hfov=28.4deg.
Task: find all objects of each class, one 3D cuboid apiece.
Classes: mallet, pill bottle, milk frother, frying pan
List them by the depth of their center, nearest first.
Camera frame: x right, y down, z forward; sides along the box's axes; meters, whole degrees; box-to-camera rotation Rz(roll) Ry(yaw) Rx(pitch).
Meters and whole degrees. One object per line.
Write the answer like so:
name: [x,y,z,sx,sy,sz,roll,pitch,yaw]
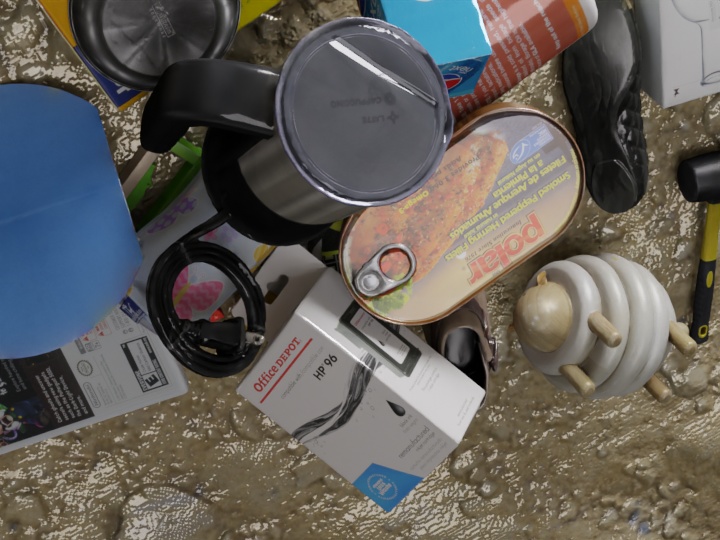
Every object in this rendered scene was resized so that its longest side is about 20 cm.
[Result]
milk frother: [-0.049,-0.040,0.934,0.178,0.188,0.203,-8,87,-20]
frying pan: [-0.097,-0.172,0.938,0.187,0.031,0.116,-7,122,-12]
pill bottle: [0.070,-0.174,1.071,0.199,0.112,0.113,-36,123,3]
mallet: [0.306,-0.017,1.287,0.065,0.041,0.202,-6,123,-17]

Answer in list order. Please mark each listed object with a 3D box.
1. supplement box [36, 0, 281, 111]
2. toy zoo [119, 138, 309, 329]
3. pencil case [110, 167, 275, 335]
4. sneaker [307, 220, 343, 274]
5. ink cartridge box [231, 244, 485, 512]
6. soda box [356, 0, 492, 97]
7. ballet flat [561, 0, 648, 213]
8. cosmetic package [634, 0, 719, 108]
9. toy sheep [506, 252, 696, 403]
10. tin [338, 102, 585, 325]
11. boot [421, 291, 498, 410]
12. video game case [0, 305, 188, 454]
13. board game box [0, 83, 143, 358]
supplement box: [-0.122,-0.224,0.979,0.199,0.109,0.110,-34,123,2]
toy zoo: [-0.120,-0.014,1.149,0.199,0.021,0.132,33,103,-30]
pencil case: [-0.106,-0.037,1.069,0.091,0.083,0.200,42,79,6]
sneaker: [0.000,0.000,1.153,0.075,0.076,0.202,-22,136,-43]
ink cartridge box: [-0.017,0.082,1.113,0.199,0.068,0.116,38,132,-1]
soda box: [0.027,-0.220,0.988,0.067,0.203,0.064,-12,164,-11]
ballet flat: [0.203,-0.143,1.182,0.065,0.057,0.203,-2,117,14]
cosmetic package: [0.322,-0.234,1.163,0.197,0.052,0.152,-17,125,-9]
toy sheep: [0.212,0.050,1.234,0.198,0.138,0.139,12,114,-35]
tin: [0.074,-0.042,1.059,0.199,0.042,0.113,-34,103,7]
boot: [0.070,0.008,1.149,0.069,0.147,0.202,-16,123,6]
video game case: [-0.252,0.043,1.119,0.179,0.023,0.202,-18,123,2]
board game box: [-0.246,-0.034,1.036,0.156,0.039,0.202,-19,78,-4]
